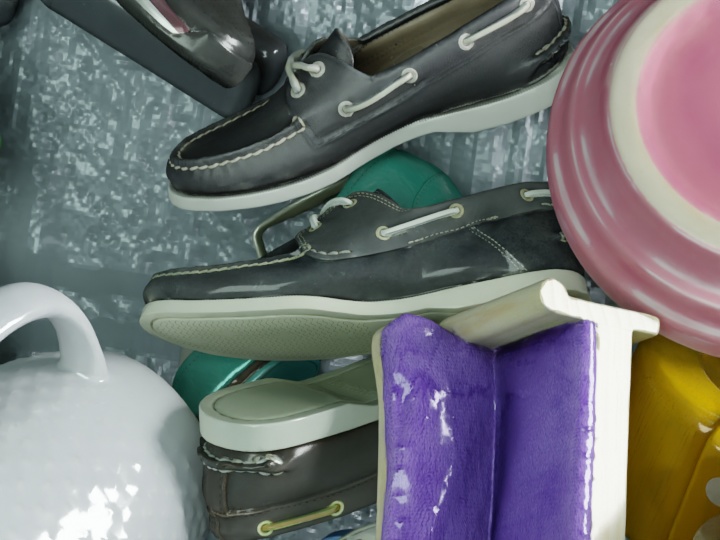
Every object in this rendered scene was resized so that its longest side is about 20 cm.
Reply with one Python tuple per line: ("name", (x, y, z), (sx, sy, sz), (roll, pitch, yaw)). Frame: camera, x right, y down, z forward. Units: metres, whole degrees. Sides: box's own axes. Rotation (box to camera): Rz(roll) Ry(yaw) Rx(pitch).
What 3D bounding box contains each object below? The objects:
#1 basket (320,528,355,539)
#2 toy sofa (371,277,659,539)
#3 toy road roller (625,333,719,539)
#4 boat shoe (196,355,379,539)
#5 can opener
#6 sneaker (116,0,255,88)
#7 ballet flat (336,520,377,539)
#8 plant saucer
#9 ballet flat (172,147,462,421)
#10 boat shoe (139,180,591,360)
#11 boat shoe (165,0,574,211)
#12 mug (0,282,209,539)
("basket", (0.009, 0.240, 1.337), (0.176, 0.139, 0.201), (34, 100, 11))
("toy sofa", (0.062, 0.109, 1.242), (0.097, 0.083, 0.201), (13, 71, -29))
("toy road roller", (0.158, 0.104, 1.278), (0.146, 0.200, 0.123), (28, 127, 17))
("boat shoe", (0.013, 0.075, 1.331), (0.072, 0.200, 0.061), (20, 113, 51))
("can opener", (-0.132, -0.126, 1.423), (0.199, 0.053, 0.067), (32, 129, 10))
("sneaker", (-0.077, -0.182, 1.355), (0.115, 0.076, 0.200), (-43, 54, 11))
("ballet flat", (-0.020, 0.154, 1.270), (0.199, 0.064, 0.068), (-29, 71, -8))
("plant saucer", (0.181, -0.059, 1.299), (0.199, 0.051, 0.202), (-1, 63, 1))
("ballet flat", (-0.037, 0.018, 1.391), (0.200, 0.067, 0.070), (-44, 67, 6))
("boat shoe", (0.000, 0.000, 1.325), (0.199, 0.072, 0.068), (-7, 70, -1))
("boat shoe", (0.000, -0.083, 1.357), (0.199, 0.074, 0.061), (-18, 118, 4))
("mug", (-0.151, 0.097, 1.272), (0.147, 0.175, 0.201), (25, 135, 31))
